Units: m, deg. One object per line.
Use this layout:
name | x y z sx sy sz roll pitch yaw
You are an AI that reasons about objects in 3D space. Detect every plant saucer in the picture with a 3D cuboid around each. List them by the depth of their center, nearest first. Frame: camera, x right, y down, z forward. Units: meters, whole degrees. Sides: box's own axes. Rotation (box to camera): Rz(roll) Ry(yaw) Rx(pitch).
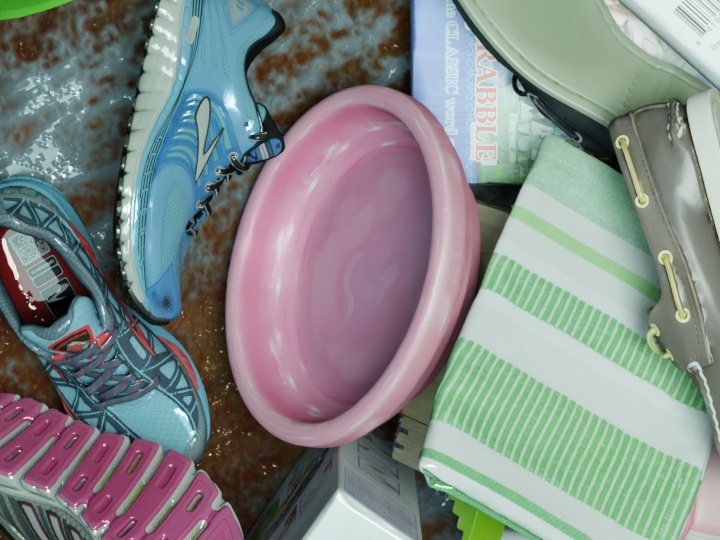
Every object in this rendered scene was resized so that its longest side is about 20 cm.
plant saucer | 0.000 0.000 1.202 0.051 0.200 0.201 14 101 -35

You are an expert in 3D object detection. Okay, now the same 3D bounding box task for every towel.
towel | 0.124 0.049 1.123 0.152 0.023 0.200 29 68 -10

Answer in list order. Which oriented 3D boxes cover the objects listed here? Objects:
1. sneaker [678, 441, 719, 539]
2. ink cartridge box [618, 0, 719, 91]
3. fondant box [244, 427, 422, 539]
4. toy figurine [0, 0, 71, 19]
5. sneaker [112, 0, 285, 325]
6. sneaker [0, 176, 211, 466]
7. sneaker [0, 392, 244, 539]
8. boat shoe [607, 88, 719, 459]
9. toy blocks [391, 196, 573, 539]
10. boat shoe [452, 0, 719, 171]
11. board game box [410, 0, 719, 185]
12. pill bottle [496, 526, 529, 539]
sneaker | 0.185 0.078 1.219 0.104 0.201 0.075 12 136 -21
ink cartridge box | 0.180 -0.202 1.160 0.200 0.084 0.144 41 98 -5
fondant box | -0.029 0.166 1.205 0.058 0.200 0.144 33 98 -7
toy figurine | -0.157 -0.262 1.194 0.200 0.150 0.185 -26 88 -16
sneaker | -0.088 -0.066 1.222 0.090 0.078 0.201 12 85 -6
sneaker | -0.162 0.041 1.243 0.079 0.096 0.200 -37 96 7
sneaker | -0.146 0.141 1.246 0.199 0.074 0.088 22 144 23
boat shoe | 0.173 0.012 1.106 0.059 0.072 0.201 -12 91 19
toy blocks | 0.059 0.038 1.220 0.100 0.137 0.201 11 96 -43
boat shoe | 0.117 -0.108 1.187 0.199 0.066 0.075 32 66 -11
board game box | 0.127 -0.148 1.233 0.199 0.041 0.201 0 99 2
pill bottle | 0.125 0.232 1.238 0.114 0.114 0.201 -6 97 3
